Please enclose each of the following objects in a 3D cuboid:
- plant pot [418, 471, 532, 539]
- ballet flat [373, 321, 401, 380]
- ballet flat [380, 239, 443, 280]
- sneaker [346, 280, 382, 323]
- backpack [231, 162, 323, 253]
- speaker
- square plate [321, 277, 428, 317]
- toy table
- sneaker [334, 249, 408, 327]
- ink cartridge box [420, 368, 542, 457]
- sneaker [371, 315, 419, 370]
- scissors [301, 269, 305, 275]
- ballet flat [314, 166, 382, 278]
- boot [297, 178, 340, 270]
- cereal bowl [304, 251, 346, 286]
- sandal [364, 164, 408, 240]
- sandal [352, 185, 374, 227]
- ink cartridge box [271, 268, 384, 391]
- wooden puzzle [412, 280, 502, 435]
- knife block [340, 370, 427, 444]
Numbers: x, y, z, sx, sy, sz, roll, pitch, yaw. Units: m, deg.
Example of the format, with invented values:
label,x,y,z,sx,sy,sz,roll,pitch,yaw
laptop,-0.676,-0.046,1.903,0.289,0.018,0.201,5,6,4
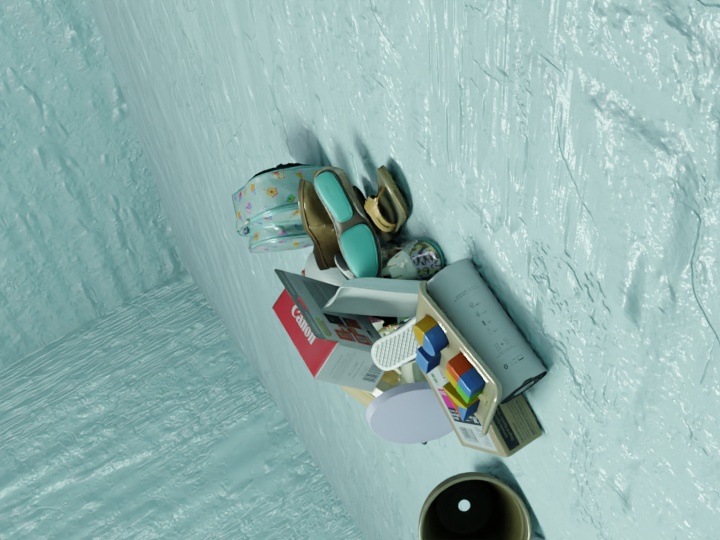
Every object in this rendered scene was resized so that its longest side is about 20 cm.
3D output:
label,x,y,z,sx,sy,sz,roll,pitch,yaw
plant pot,0.199,0.450,1.825,0.201,0.199,0.174,62,-179,-3
ballet flat,0.055,0.126,1.896,0.201,0.064,0.076,58,163,15
ballet flat,0.069,-0.010,1.611,0.073,0.072,0.200,64,164,-10
sneaker,0.000,0.000,1.832,0.201,0.074,0.081,62,165,3
backpack,-0.136,-0.117,1.857,0.200,0.174,0.155,138,122,-63
speaker,0.174,0.083,1.414,0.201,0.081,0.081,56,164,16
square plate,0.049,0.043,1.596,0.200,0.196,0.029,131,143,-73
toy table,0.080,0.224,1.788,0.199,0.185,0.117,19,-156,-38
sneaker,0.012,0.042,1.712,0.200,0.083,0.072,39,-152,-34
ink cartridge box,0.185,0.200,1.593,0.166,0.075,0.200,61,165,-3
sneaker,0.111,0.101,1.610,0.199,0.079,0.079,-21,90,37
scissors,-0.088,0.062,2.339,0.200,0.014,0.074,41,152,49
ballet flat,-0.010,-0.078,1.621,0.202,0.068,0.067,68,-160,-8
boot,-0.058,-0.084,1.744,0.201,0.075,0.074,69,-158,-44
cereal bowl,-0.058,0.049,2.086,0.201,0.083,0.201,53,162,25
sandal,0.033,-0.095,1.598,0.081,0.054,0.200,58,165,16
sandal,0.004,-0.053,1.726,0.082,0.054,0.201,-98,-8,-47
ink cartridge box,-0.065,0.100,1.715,0.175,0.084,0.200,18,-156,-38
wooden puzzle,0.125,0.134,1.431,0.201,0.046,0.186,56,167,21
knife block,0.060,0.259,1.922,0.064,0.198,0.177,80,-175,-49
